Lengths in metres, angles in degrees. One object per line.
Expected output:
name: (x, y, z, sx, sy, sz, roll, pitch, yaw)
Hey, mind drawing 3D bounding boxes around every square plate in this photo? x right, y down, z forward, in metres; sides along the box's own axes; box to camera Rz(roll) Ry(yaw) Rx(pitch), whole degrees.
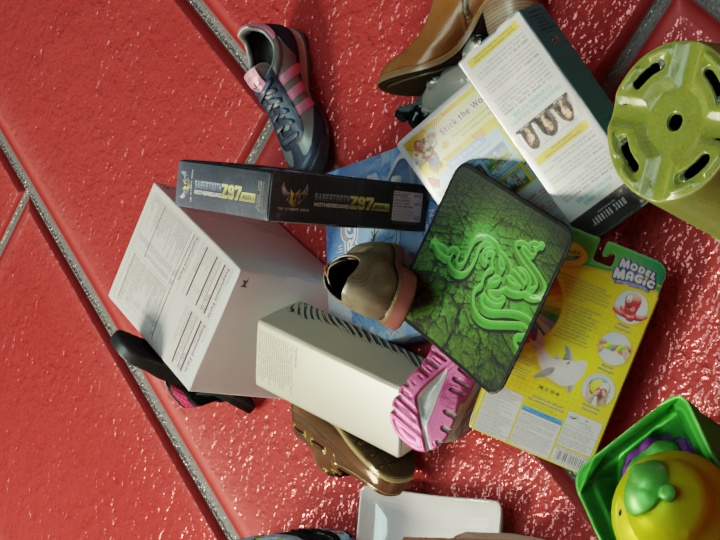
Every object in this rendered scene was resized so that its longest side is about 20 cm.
square plate: (0.065, 0.318, 1.512, 0.197, 0.028, 0.201, -2, 81, 49)

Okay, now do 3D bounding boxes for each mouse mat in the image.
mouse mat: (0.106, 0.002, 1.399, 0.200, 0.007, 0.162, 39, 107, 54)

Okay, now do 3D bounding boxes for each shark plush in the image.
shark plush: (0.112, -0.168, 1.524, 0.200, 0.083, 0.091, -33, 87, 48)

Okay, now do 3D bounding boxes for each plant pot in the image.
plant pot: (0.298, -0.099, 1.211, 0.199, 0.189, 0.202, -10, 76, 46)

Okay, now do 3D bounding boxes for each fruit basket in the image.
fruit basket: (0.245, 0.205, 1.205, 0.156, 0.215, 0.216, -45, 53, 33)

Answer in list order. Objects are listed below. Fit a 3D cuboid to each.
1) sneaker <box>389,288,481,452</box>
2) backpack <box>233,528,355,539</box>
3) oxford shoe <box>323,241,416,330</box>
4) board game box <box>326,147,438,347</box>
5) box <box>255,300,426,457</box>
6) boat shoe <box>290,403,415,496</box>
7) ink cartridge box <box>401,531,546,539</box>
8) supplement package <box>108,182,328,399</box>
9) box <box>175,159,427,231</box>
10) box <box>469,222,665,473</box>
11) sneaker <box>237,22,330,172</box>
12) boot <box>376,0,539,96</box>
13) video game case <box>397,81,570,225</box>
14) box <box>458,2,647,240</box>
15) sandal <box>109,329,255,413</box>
sneaker: (0.108, 0.080, 1.466, 0.081, 0.088, 0.201, 39, 101, 24)
backpack: (-0.097, 0.337, 1.587, 0.199, 0.182, 0.135, -21, 76, 33)
oxford shoe: (0.000, 0.000, 1.500, 0.200, 0.074, 0.071, -141, 73, -76)
board game box: (0.043, -0.024, 1.591, 0.198, 0.043, 0.201, -17, 70, 47)
box: (-0.013, 0.106, 1.566, 0.199, 0.068, 0.083, 24, 123, 34)
boat shoe: (-0.011, 0.181, 1.596, 0.200, 0.072, 0.068, 38, 117, 50)
ink cartridge box: (0.084, 0.312, 1.363, 0.050, 0.199, 0.162, -1, 81, 48)
supplement package: (-0.151, 0.023, 1.715, 0.200, 0.151, 0.151, 42, 114, 44)
box: (-0.058, -0.074, 1.530, 0.157, 0.199, 0.051, 10, 95, 50)
box: (0.184, 0.065, 1.370, 0.117, 0.048, 0.201, 23, 104, 9)
sneaker: (-0.093, -0.191, 1.744, 0.070, 0.082, 0.201, -38, 57, 37)
boot: (0.089, -0.273, 1.558, 0.199, 0.076, 0.156, -26, 66, 40)
video game case: (0.151, -0.100, 1.441, 0.200, 0.023, 0.182, -38, 84, 37)
box: (0.179, -0.129, 1.365, 0.082, 0.049, 0.201, -38, 85, 37)
sandal: (-0.202, 0.120, 1.721, 0.045, 0.199, 0.075, -56, 38, 10)
